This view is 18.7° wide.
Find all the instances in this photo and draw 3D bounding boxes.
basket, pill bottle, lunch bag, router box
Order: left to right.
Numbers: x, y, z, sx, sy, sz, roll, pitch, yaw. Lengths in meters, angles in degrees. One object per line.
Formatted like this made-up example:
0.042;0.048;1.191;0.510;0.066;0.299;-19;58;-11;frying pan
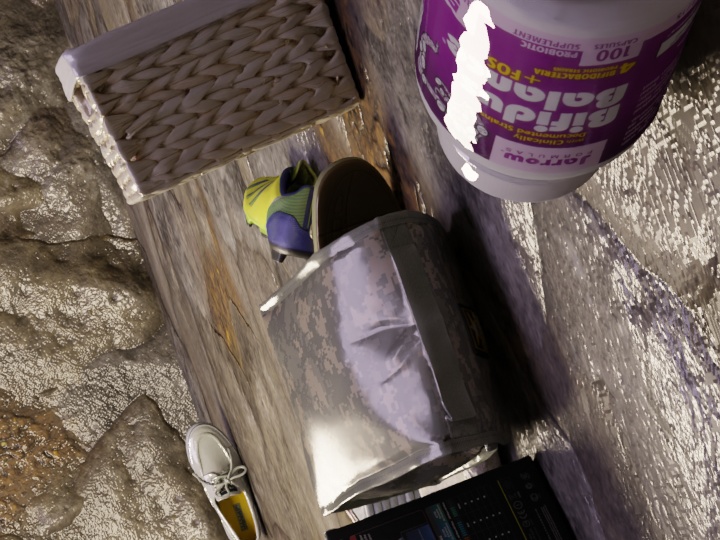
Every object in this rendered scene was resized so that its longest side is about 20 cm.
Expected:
-0.113;-0.140;1.641;0.136;0.200;0.123;177;70;-79;basket
0.025;0.060;1.467;0.200;0.118;0.164;139;115;-66;lunch bag
0.080;0.236;1.416;0.062;0.150;0.200;85;163;-56;router box
0.080;-0.105;0.920;0.200;0.112;0.112;96;153;-67;pill bottle

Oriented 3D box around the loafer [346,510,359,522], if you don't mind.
0.032;0.271;1.969;0.072;0.063;0.200;107;143;-71;loafer

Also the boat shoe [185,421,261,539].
-0.199;0.320;3.232;0.086;0.075;0.202;-175;64;-79;boat shoe

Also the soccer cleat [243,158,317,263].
-0.058;-0.061;1.917;0.200;0.065;0.084;-127;50;-72;soccer cleat

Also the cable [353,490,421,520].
0.003;0.126;1.847;0.200;0.069;0.200;110;140;-74;cable

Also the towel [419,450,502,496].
0.077;0.161;1.629;0.200;0.034;0.133;-143;34;-70;towel

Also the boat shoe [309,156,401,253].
0.002;0.000;1.634;0.063;0.073;0.201;47;161;56;boat shoe
